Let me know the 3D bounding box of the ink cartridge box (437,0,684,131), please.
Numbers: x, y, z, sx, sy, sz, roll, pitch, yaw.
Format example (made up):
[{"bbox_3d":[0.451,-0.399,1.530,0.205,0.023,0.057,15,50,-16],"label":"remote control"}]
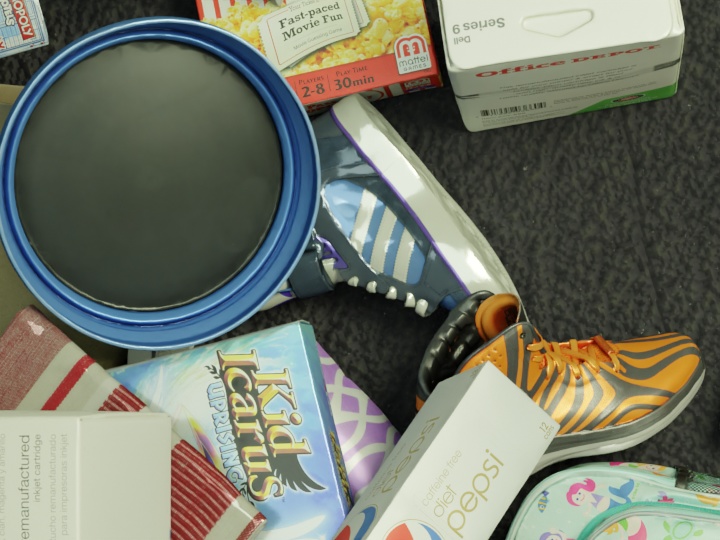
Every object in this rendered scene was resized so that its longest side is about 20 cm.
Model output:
[{"bbox_3d":[0.125,-0.155,1.475,0.145,0.200,0.085,-9,82,4],"label":"ink cartridge box"}]

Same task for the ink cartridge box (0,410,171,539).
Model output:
[{"bbox_3d":[-0.223,0.153,1.328,0.199,0.145,0.148,-1,87,16],"label":"ink cartridge box"}]

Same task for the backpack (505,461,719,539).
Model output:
[{"bbox_3d":[0.181,0.209,1.465,0.199,0.151,0.179,14,91,12],"label":"backpack"}]

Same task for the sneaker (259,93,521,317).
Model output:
[{"bbox_3d":[0.000,0.000,1.541,0.146,0.081,0.200,-39,87,11],"label":"sneaker"}]

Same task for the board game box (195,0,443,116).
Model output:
[{"bbox_3d":[-0.038,-0.206,1.573,0.150,0.046,0.201,-13,82,4],"label":"board game box"}]

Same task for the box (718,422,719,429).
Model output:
[{"bbox_3d":[0.349,0.061,1.508,0.199,0.050,0.159,19,86,7],"label":"box"}]

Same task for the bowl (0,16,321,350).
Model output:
[{"bbox_3d":[-0.124,-0.054,1.416,0.199,0.039,0.202,-4,104,-16],"label":"bowl"}]

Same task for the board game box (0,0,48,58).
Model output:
[{"bbox_3d":[-0.296,-0.153,1.523,0.199,0.200,0.062,-14,100,4],"label":"board game box"}]

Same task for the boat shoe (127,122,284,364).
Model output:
[{"bbox_3d":[-0.090,-0.012,1.490,0.065,0.072,0.201,22,95,11],"label":"boat shoe"}]

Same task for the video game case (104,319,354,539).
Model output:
[{"bbox_3d":[-0.095,0.149,1.423,0.180,0.045,0.201,-15,84,6],"label":"video game case"}]

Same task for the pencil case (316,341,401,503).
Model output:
[{"bbox_3d":[-0.009,0.132,1.519,0.200,0.084,0.086,48,113,8],"label":"pencil case"}]

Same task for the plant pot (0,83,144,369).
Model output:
[{"bbox_3d":[-0.204,-0.012,1.516,0.186,0.187,0.201,8,97,6],"label":"plant pot"}]

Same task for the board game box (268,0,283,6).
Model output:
[{"bbox_3d":[-0.059,-0.294,1.544,0.134,0.034,0.201,32,87,8],"label":"board game box"}]

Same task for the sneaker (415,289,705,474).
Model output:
[{"bbox_3d":[0.126,0.059,1.479,0.199,0.078,0.113,-22,119,-18],"label":"sneaker"}]

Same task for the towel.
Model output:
[{"bbox_3d":[-0.168,0.138,1.400,0.200,0.023,0.144,40,98,14],"label":"towel"}]

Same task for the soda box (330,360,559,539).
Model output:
[{"bbox_3d":[0.032,0.151,1.370,0.064,0.068,0.200,41,62,-10],"label":"soda box"}]
